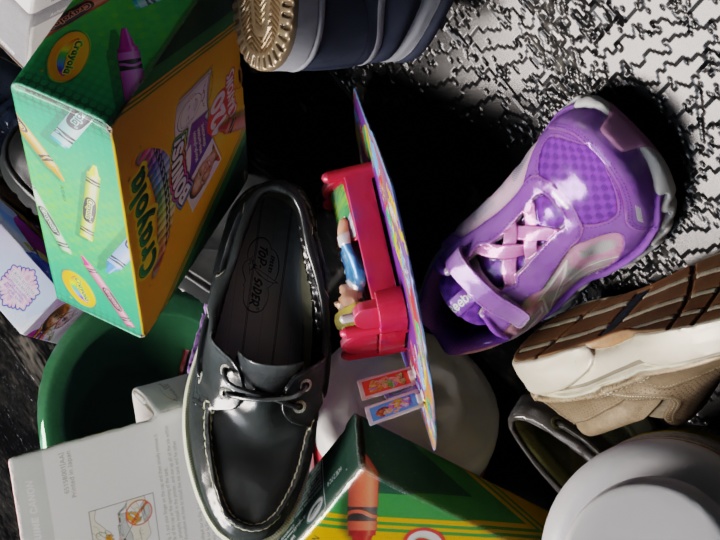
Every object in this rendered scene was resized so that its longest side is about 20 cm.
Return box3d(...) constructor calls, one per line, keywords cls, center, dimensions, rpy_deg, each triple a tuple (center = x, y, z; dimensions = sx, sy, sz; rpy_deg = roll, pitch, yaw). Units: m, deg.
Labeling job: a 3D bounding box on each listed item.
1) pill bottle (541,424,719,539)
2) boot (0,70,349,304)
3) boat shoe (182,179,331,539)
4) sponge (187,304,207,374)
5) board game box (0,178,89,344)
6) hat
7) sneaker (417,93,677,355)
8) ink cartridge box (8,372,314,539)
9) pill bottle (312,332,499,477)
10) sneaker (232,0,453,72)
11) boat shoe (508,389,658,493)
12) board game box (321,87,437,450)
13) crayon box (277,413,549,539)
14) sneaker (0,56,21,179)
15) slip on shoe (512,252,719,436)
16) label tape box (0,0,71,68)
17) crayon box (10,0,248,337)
box3d(cls="pill bottle", center=(0.146, 0.131, 1.095), dimensions=(0.109, 0.109, 0.200), rpy_deg=(50, -170, 9))
box3d(cls="boot", center=(-0.109, -0.065, 1.360), dimensions=(0.198, 0.073, 0.163), rpy_deg=(31, 146, 0))
box3d(cls="boat shoe", center=(-0.051, 0.045, 1.236), dimensions=(0.074, 0.200, 0.066), rpy_deg=(11, 166, -6))
box3d(cls="sponge", center=(-0.075, 0.092, 1.429), dimensions=(0.030, 0.200, 0.112), rpy_deg=(-12, 117, 11))
box3d(cls="board game box", center=(-0.237, -0.029, 1.566), dimensions=(0.200, 0.041, 0.200), rpy_deg=(46, -175, 16))
box3d(cls="hat", center=(-0.163, 0.104, 1.591), dimensions=(0.176, 0.165, 0.201), rpy_deg=(7, 114, 64))
box3d(cls="sneaker", center=(0.084, -0.012, 1.156), dimensions=(0.081, 0.088, 0.200), rpy_deg=(52, 150, 8))
box3d(cls="ink cartridge box", center=(-0.107, 0.160, 1.309), dimensions=(0.044, 0.173, 0.201), rpy_deg=(-139, 39, -58))
box3d(cls="pill bottle", center=(0.010, 0.130, 1.391), dimensions=(0.111, 0.111, 0.200), rpy_deg=(45, 150, 18))
box3d(cls="sneaker", center=(-0.002, -0.195, 1.130), dimensions=(0.070, 0.108, 0.201), rpy_deg=(10, 98, 56))
box3d(cls="boat shoe", center=(0.151, 0.139, 1.235), dimensions=(0.200, 0.065, 0.073), rpy_deg=(51, 150, 7))
box3d(cls="board game box", center=(0.000, 0.000, 1.239), dimensions=(0.200, 0.039, 0.159), rpy_deg=(-109, 8, -60))
box3d(cls="crayon box", center=(0.047, 0.175, 1.290), dimensions=(0.200, 0.051, 0.127), rpy_deg=(27, 119, -21))
box3d(cls="sneaker", center=(-0.189, -0.076, 1.525), dimensions=(0.200, 0.075, 0.085), rpy_deg=(44, 153, -1))
box3d(cls="slip on shoe", center=(0.150, 0.042, 1.118), dimensions=(0.061, 0.076, 0.200), rpy_deg=(55, 145, -10))
box3d(cls="label tape box", center=(-0.132, -0.214, 1.213), dimensions=(0.063, 0.144, 0.200), rpy_deg=(45, 150, 17))
box3d(cls="crayon box", center=(-0.113, -0.069, 1.189), dimensions=(0.058, 0.119, 0.200), rpy_deg=(24, 152, 14))
